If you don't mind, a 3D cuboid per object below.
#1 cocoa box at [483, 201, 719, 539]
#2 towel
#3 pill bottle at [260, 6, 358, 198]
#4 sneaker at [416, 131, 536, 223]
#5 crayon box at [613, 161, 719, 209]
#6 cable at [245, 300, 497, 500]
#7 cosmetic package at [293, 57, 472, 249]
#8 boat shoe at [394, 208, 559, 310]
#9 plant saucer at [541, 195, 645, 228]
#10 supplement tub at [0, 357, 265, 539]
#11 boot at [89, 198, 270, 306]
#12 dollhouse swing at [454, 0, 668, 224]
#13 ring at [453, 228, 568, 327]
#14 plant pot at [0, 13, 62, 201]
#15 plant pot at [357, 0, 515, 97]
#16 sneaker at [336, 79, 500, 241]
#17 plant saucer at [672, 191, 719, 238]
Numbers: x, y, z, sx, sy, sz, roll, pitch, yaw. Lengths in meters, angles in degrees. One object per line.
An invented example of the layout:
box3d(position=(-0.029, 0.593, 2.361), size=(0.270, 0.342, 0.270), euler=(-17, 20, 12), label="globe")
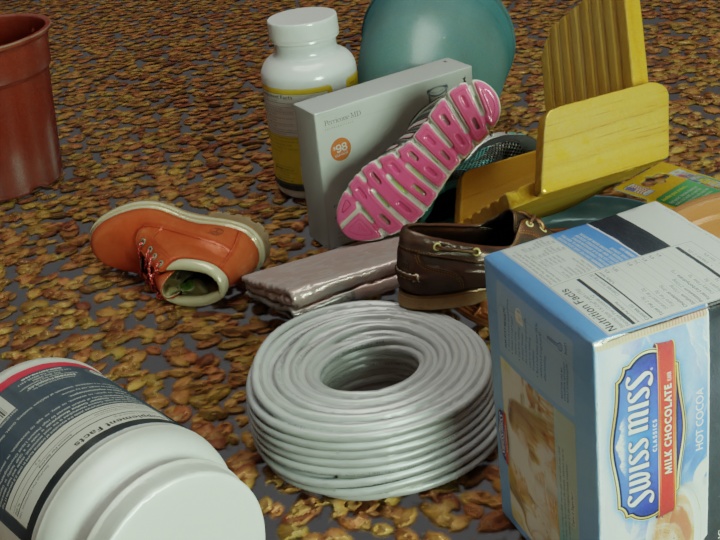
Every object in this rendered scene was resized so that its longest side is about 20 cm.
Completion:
box3d(position=(0.164, 0.085, 0.714), size=(0.130, 0.203, 0.133), euler=(-16, 27, -17), label="cocoa box")
box3d(position=(0.000, 0.000, 1.066), size=(0.189, 0.033, 0.200), euler=(-17, 9, -16), label="towel")
box3d(position=(-0.055, -0.194, 1.342), size=(0.110, 0.203, 0.112), euler=(-5, 25, 2), label="pill bottle")
box3d(position=(0.118, -0.083, 1.218), size=(0.198, 0.078, 0.091), euler=(-25, 27, -17), label="sneaker")
box3d(position=(0.334, -0.035, 1.034), size=(0.198, 0.052, 0.125), euler=(22, 28, 29), label="crayon box")
box3d(position=(0.011, 0.093, 0.890), size=(0.197, 0.070, 0.201), euler=(-3, 26, 8), label="cable")
box3d(position=(0.032, -0.127, 1.241), size=(0.198, 0.153, 0.052), euler=(-21, 29, -26), label="cosmetic package")
box3d(position=(0.124, -0.015, 0.960), size=(0.197, 0.071, 0.070), euler=(-7, 17, -21), label="boat shoe")
box3d(position=(0.213, -0.021, 1.120), size=(0.197, 0.028, 0.201), euler=(-6, 25, 3), label="plant saucer")
box3d(position=(-0.167, 0.149, 0.740), size=(0.139, 0.142, 0.199), euler=(-26, 32, -34), label="supplement tub")
box3d(position=(-0.200, -0.014, 1.167), size=(0.197, 0.076, 0.108), euler=(4, 33, 21), label="boot")
box3d(position=(0.164, -0.147, 1.068), size=(0.180, 0.178, 0.200), euler=(-16, -5, -19), label="dollhouse swing")
box3d(position=(0.172, 0.002, 1.033), size=(0.197, 0.019, 0.201), euler=(-6, 25, 3), label="ring")
box3d(position=(-0.471, -0.202, 1.476), size=(0.198, 0.198, 0.201), euler=(-5, 26, 3), label="plant pot")
box3d(position=(0.083, -0.228, 1.410), size=(0.197, 0.202, 0.189), euler=(0, 42, 14), label="plant pot")
box3d(position=(0.058, -0.106, 1.149), size=(0.200, 0.074, 0.087), euler=(-46, 2, 8), label="sneaker")
box3d(position=(0.282, 0.006, 0.901), size=(0.198, 0.032, 0.202), euler=(-21, 38, 17), label="plant saucer")
